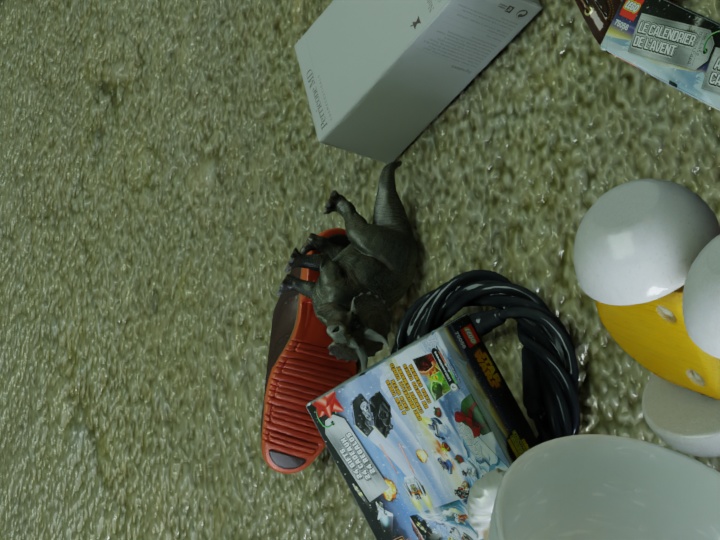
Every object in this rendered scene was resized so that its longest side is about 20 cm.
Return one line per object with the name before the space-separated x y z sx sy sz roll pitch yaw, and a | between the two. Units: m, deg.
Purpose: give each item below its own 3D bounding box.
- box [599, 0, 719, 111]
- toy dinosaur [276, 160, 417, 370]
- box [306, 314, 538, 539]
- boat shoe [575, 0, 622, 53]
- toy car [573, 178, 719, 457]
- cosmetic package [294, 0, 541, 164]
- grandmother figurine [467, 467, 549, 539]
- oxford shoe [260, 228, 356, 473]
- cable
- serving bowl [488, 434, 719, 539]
box | 0.238 -0.081 0.788 0.137 0.199 0.040 41 109 51
toy dinosaur | 0.000 0.000 1.181 0.201 0.102 0.077 -58 -5 -42
box | 0.063 0.146 0.984 0.137 0.040 0.201 -31 86 41
boat shoe | 0.149 -0.232 1.078 0.070 0.070 0.201 -51 42 23
toy car | 0.227 0.020 0.830 0.150 0.176 0.200 -39 33 -15
cosmetic package | 0.041 -0.192 1.202 0.200 0.081 0.114 -44 47 34
grandmother figurine | 0.115 0.211 0.890 0.202 0.120 0.061 69 164 1
oxford shoe | -0.043 0.067 1.239 0.072 0.071 0.202 -12 59 65
cable | 0.091 0.093 1.061 0.200 0.051 0.164 36 98 49
serving bowl | 0.156 0.178 0.815 0.201 0.198 0.066 59 139 46
